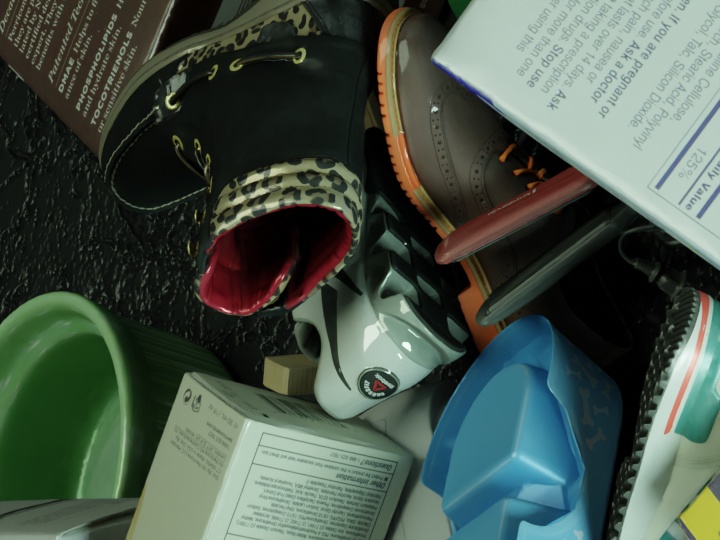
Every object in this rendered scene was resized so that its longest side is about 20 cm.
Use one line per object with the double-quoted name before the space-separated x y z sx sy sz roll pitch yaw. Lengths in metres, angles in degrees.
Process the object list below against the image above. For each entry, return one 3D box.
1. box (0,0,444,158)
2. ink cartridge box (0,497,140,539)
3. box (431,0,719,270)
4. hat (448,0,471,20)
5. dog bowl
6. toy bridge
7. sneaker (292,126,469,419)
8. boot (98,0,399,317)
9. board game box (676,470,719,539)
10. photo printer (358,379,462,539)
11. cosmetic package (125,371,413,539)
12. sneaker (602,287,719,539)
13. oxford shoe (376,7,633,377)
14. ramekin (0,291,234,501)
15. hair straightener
"box" -0.083 -0.152 1.600 0.200 0.166 0.165 42 113 51
"ink cartridge box" -0.178 0.199 1.524 0.200 0.083 0.147 -7 93 45
"box" 0.169 -0.097 1.199 0.200 0.105 0.184 38 93 24
"hat" 0.083 -0.087 1.401 0.165 0.200 0.177 19 110 18
"dog bowl" 0.069 0.115 1.320 0.111 0.049 0.200 -42 27 47
"toy bridge" -0.012 -0.028 1.543 0.027 0.067 0.201 23 112 54
"sneaker" 0.000 0.000 1.455 0.088 0.074 0.200 -40 22 21
"boot" -0.062 -0.045 1.404 0.200 0.073 0.151 -30 41 34
"board game box" 0.240 0.117 1.135 0.165 0.057 0.200 -54 55 29
"photo printer" 0.020 0.165 1.434 0.166 0.069 0.200 -41 47 38
"cosmetic package" -0.062 0.160 1.401 0.071 0.105 0.200 32 103 55
"sneaker" 0.160 0.099 1.268 0.070 0.093 0.200 -75 -3 -51
"oxford shoe" 0.071 -0.039 1.380 0.072 0.200 0.071 -13 22 34
"ramekin" -0.150 0.119 1.653 0.200 0.098 0.201 -22 62 48
"hair straightener" 0.136 -0.027 1.327 0.200 0.077 0.041 -30 10 7
